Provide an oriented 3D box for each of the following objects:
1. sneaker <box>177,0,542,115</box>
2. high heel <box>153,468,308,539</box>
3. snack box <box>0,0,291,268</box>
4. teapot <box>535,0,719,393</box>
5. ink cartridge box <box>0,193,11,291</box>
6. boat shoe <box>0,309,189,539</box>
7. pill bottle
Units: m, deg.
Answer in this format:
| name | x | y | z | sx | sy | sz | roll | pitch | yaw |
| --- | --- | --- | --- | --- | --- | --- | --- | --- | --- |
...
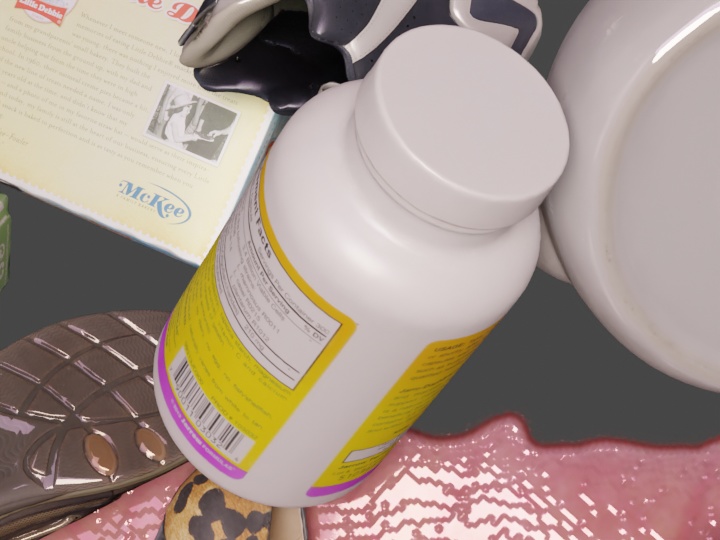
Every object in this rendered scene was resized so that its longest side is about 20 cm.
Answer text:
| name | x | y | z | sx | sy | sz | roll | pitch | yaw |
| --- | --- | --- | --- | --- | --- | --- | --- | --- | --- |
| sneaker | -0.035 | -0.133 | 0.802 | 0.129 | 0.080 | 0.200 | -25 | 74 | -35 |
| high heel | -0.010 | 0.165 | 0.805 | 0.199 | 0.071 | 0.143 | 33 | 95 | 18 |
| snack box | -0.127 | -0.089 | 0.864 | 0.199 | 0.037 | 0.117 | 23 | 87 | 8 |
| teapot | 0.156 | -0.059 | 0.780 | 0.199 | 0.146 | 0.198 | 17 | 112 | -13 |
| ink cartridge box | -0.236 | 0.017 | 0.788 | 0.145 | 0.200 | 0.048 | 10 | 119 | 7 |
| boat shoe | -0.139 | 0.073 | 0.833 | 0.199 | 0.073 | 0.075 | -18 | 73 | -16 |
| pill bottle | 0.000 | 0.000 | 0.752 | 0.104 | 0.200 | 0.105 | 14 | 52 | -19 |
